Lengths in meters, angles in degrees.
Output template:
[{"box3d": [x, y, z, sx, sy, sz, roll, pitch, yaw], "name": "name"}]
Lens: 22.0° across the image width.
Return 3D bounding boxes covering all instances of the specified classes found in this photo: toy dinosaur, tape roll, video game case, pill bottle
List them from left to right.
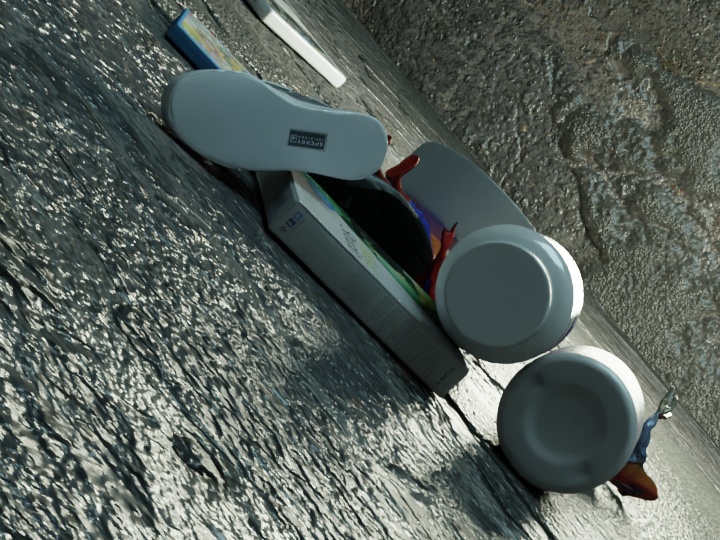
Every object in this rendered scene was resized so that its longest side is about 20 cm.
[{"box3d": [-0.105, -0.165, 1.764, 0.200, 0.018, 0.143, 46, 8, -11], "name": "video game case"}, {"box3d": [-0.117, -0.354, 2.565, 0.200, 0.023, 0.182, 38, 12, -52], "name": "video game case"}, {"box3d": [0.101, -0.026, 1.773, 0.200, 0.066, 0.200, 45, -14, 15], "name": "tape roll"}, {"box3d": [0.119, 0.019, 1.492, 0.111, 0.111, 0.200, 49, 7, 7], "name": "pill bottle"}, {"box3d": [0.180, 0.121, 1.557, 0.113, 0.113, 0.200, 49, 9, 8], "name": "pill bottle"}, {"box3d": [0.230, 0.182, 1.793, 0.182, 0.105, 0.200, 57, 41, -24], "name": "toy dinosaur"}]

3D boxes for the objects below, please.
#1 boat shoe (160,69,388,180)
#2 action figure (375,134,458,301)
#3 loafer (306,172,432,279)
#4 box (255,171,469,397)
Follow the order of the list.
[{"box3d": [-0.074, -0.114, 1.422, 0.200, 0.072, 0.068, 7, 10, -37], "name": "boat shoe"}, {"box3d": [0.050, -0.032, 1.670, 0.065, 0.052, 0.200, 35, -28, 39], "name": "action figure"}, {"box3d": [-0.015, -0.064, 1.584, 0.200, 0.073, 0.072, 44, 5, -31], "name": "loafer"}, {"box3d": [0.000, 0.000, 1.473, 0.200, 0.036, 0.144, 46, 8, -20], "name": "box"}]
